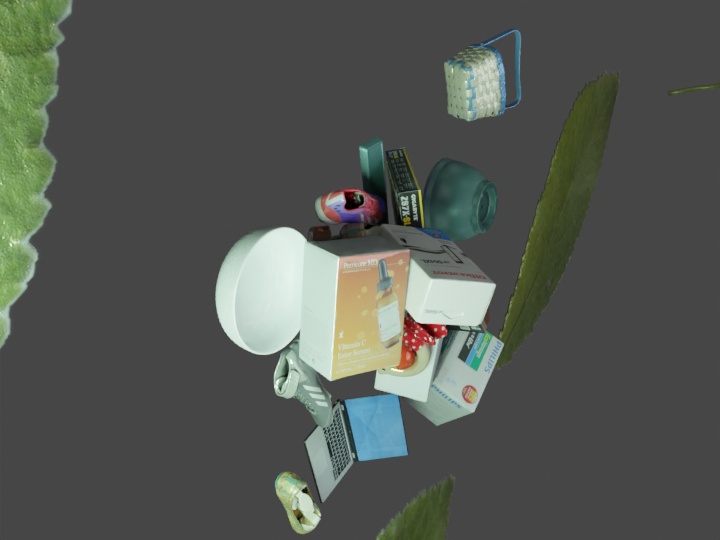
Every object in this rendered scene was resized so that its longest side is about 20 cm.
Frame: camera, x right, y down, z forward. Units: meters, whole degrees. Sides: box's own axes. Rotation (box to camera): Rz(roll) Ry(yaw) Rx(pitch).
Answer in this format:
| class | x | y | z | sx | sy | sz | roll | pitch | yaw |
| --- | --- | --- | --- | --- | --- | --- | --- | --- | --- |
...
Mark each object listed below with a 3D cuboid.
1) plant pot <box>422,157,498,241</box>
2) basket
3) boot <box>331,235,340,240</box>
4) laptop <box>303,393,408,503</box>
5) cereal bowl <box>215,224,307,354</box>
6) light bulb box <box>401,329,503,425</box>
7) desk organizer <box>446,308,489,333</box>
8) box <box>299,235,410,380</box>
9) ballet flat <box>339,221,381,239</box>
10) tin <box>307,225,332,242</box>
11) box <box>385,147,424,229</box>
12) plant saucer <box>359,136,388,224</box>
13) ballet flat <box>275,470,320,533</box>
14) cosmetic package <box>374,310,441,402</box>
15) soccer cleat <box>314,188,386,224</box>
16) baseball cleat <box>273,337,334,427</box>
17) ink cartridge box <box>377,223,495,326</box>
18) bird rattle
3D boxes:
| class | x | y | z | sx | sy | sz | roll | pitch | yaw |
| --- | --- | --- | --- | --- | --- | --- | --- | --- | --- |
| plant pot | 0.252 | -0.161 | 1.559 | 0.199 | 0.131 | 0.207 | -26 | 123 | -50 |
| basket | 0.295 | -0.450 | 1.501 | 0.195 | 0.139 | 0.181 | -20 | 123 | -17 |
| boot | 0.000 | 0.000 | 1.268 | 0.173 | 0.068 | 0.206 | -23 | 104 | -53 |
| laptop | -0.004 | 0.378 | 1.369 | 0.200 | 0.113 | 0.192 | -43 | 134 | -41 |
| cereal bowl | -0.161 | 0.025 | 1.037 | 0.198 | 0.082 | 0.206 | -26 | 122 | -50 |
| light bulb box | 0.222 | 0.247 | 1.573 | 0.201 | 0.123 | 0.200 | -58 | -176 | -28 |
| desk organizer | 0.213 | 0.087 | 1.519 | 0.078 | 0.196 | 0.072 | -56 | 130 | -31 |
| box | -0.011 | 0.057 | 1.070 | 0.149 | 0.105 | 0.206 | -7 | 109 | -35 |
| ballet flat | 0.040 | -0.058 | 1.240 | 0.198 | 0.066 | 0.070 | 0 | 73 | -55 |
| tin | -0.074 | 0.022 | 1.154 | 0.041 | 0.112 | 0.207 | -2 | 106 | -15 |
| box | 0.092 | -0.131 | 1.302 | 0.202 | 0.048 | 0.164 | -99 | -179 | -58 |
| plant saucer | 0.031 | -0.166 | 1.326 | 0.070 | 0.019 | 0.205 | -36 | 130 | -45 |
| ballet flat | -0.112 | 0.475 | 1.283 | 0.071 | 0.069 | 0.203 | -50 | 139 | -34 |
| cosmetic package | 0.120 | 0.134 | 1.394 | 0.200 | 0.119 | 0.205 | -57 | 157 | -66 |
| soccer cleat | -0.001 | -0.122 | 1.222 | 0.197 | 0.072 | 0.070 | -5 | 77 | -52 |
| baseball cleat | -0.112 | 0.227 | 1.211 | 0.106 | 0.069 | 0.205 | -34 | 119 | -38 |
| ink cartridge box | 0.124 | 0.005 | 1.140 | 0.142 | 0.201 | 0.086 | 4 | 118 | -29 |
| bird rattle | 0.078 | 0.139 | 1.260 | 0.114 | 0.194 | 0.166 | -82 | 157 | -51 |
